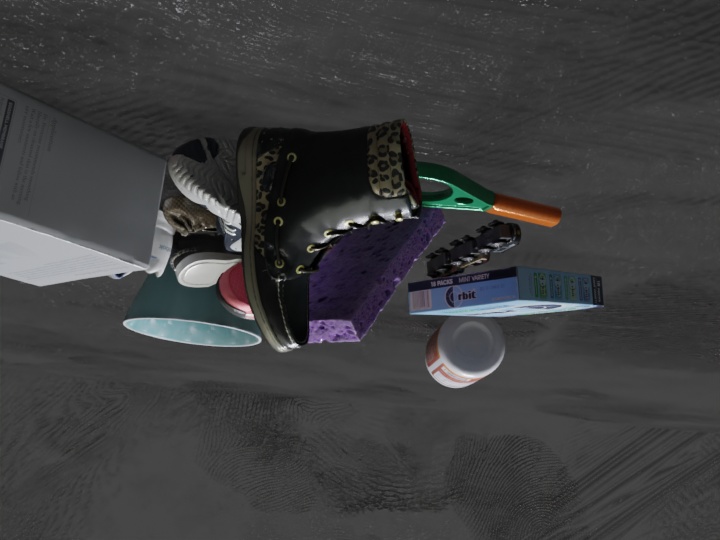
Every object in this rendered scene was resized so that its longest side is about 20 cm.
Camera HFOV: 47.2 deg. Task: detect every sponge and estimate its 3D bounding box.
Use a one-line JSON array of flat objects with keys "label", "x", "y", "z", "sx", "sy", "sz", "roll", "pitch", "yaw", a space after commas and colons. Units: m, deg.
[{"label": "sponge", "x": 0.000, "y": 0.000, "z": 0.843, "sx": 0.111, "sy": 0.200, "sz": 0.030, "roll": -8, "pitch": 121, "yaw": 40}]

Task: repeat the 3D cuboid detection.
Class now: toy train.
[{"label": "toy train", "x": 0.132, "y": -0.022, "z": 0.984, "sx": 0.046, "sy": 0.034, "sz": 0.200, "roll": 0, "pitch": 168, "yaw": -21}]

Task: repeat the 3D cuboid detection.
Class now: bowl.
[{"label": "bowl", "x": -0.239, "y": 0.043, "z": 1.213, "sx": 0.200, "sy": 0.106, "sz": 0.201, "roll": 6, "pitch": 164, "yaw": 2}]

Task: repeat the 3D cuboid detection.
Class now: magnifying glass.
[{"label": "magnifying glass", "x": 0.111, "y": -0.074, "z": 0.827, "sx": 0.199, "sy": 0.023, "sz": 0.080, "roll": 13, "pitch": 163, "yaw": -19}]

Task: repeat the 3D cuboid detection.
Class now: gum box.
[{"label": "gum box", "x": 0.190, "y": 0.032, "z": 1.069, "sx": 0.169, "sy": 0.045, "sz": 0.199, "roll": -10, "pitch": 170, "yaw": 43}]

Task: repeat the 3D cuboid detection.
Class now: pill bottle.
[{"label": "pill bottle", "x": 0.171, "y": 0.140, "z": 1.409, "sx": 0.112, "sy": 0.113, "sz": 0.200, "roll": 6, "pitch": 165, "yaw": -4}]

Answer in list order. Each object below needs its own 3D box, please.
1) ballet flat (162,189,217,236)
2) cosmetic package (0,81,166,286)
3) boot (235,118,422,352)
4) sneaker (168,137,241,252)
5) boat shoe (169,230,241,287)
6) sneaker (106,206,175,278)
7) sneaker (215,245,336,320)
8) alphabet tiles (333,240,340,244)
[{"label": "ballet flat", "x": -0.126, "y": -0.050, "z": 0.938, "sx": 0.199, "sy": 0.047, "sz": 0.067, "roll": 10, "pitch": 163, "yaw": -27}, {"label": "cosmetic package", "x": -0.331, "y": -0.073, "z": 0.789, "sx": 0.199, "sy": 0.124, "sz": 0.200, "roll": -7, "pitch": 159, "yaw": 38}, {"label": "boot", "x": -0.024, "y": -0.031, "z": 0.719, "sx": 0.153, "sy": 0.205, "sz": 0.073, "roll": -4, "pitch": -173, "yaw": 17}, {"label": "sneaker", "x": -0.130, "y": -0.064, "z": 0.829, "sx": 0.129, "sy": 0.080, "sz": 0.199, "roll": -20, "pitch": 162, "yaw": 40}, {"label": "boat shoe", "x": -0.164, "y": -0.013, "z": 1.066, "sx": 0.200, "sy": 0.060, "sz": 0.074, "roll": 3, "pitch": 140, "yaw": -49}, {"label": "sneaker", "x": -0.315, "y": -0.036, "z": 0.990, "sx": 0.199, "sy": 0.088, "sz": 0.074, "roll": 1, "pitch": 166, "yaw": 20}, {"label": "sneaker", "x": -0.068, "y": -0.001, "z": 0.937, "sx": 0.199, "sy": 0.074, "sz": 0.087, "roll": -8, "pitch": 156, "yaw": -34}, {"label": "alphabet tiles", "x": -0.059, "y": -0.007, "z": 1.030, "sx": 0.199, "sy": 0.008, "sz": 0.167, "roll": -18, "pitch": 163, "yaw": 28}]
